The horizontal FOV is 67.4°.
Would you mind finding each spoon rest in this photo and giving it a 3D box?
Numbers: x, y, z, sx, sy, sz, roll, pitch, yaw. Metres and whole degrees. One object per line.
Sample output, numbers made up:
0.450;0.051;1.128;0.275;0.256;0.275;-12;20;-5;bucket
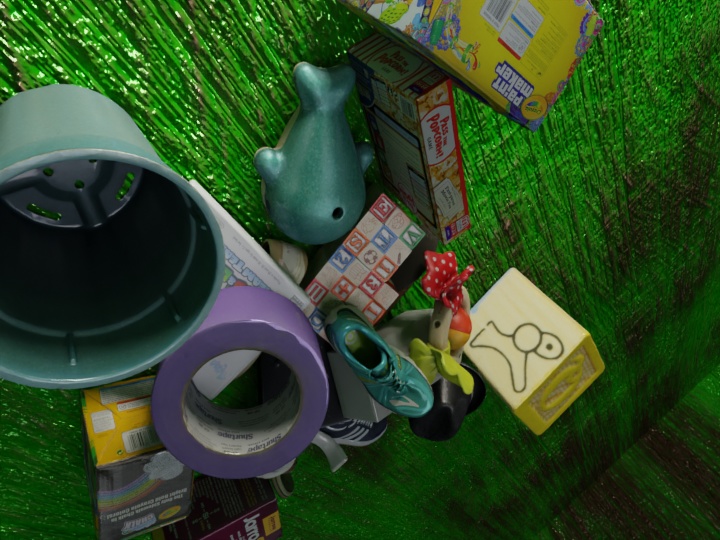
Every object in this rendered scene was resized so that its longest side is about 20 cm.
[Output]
-0.105;0.281;0.842;0.099;0.062;0.197;-45;141;20;spoon rest

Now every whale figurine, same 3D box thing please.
-0.043;-0.123;0.613;0.154;0.104;0.206;-9;128;-30;whale figurine

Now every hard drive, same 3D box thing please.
-0.070;0.167;0.825;0.195;0.042;0.141;-1;86;-40;hard drive

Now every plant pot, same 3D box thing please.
-0.236;-0.049;0.458;0.194;0.197;0.206;-19;134;-21;plant pot

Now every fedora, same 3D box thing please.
0.143;0.252;1.001;0.192;0.094;0.205;8;136;8;fedora

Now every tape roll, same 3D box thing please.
-0.136;0.130;0.626;0.192;0.085;0.208;-5;113;-13;tape roll

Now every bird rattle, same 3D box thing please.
0.126;0.077;0.816;0.162;0.109;0.209;17;75;-64;bird rattle

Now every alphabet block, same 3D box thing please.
0.320;0.157;1.043;0.196;0.201;0.195;-45;138;6;alphabet block

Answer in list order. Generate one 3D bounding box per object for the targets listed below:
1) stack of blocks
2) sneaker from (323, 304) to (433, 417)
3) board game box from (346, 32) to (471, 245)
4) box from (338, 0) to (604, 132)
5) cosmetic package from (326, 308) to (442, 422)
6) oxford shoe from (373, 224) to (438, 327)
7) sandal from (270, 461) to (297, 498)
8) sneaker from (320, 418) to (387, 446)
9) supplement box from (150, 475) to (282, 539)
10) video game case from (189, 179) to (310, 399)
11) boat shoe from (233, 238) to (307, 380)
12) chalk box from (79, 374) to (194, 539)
0.000;0.000;0.748;0.114;0.059;0.202;37;98;-23;stack of blocks
0.026;0.132;0.714;0.199;0.080;0.078;44;87;-17;sneaker
0.059;-0.151;0.635;0.045;0.152;0.203;-30;138;-9;board game box
0.099;-0.266;0.540;0.196;0.194;0.124;16;115;-42;box
0.052;0.143;0.851;0.196;0.083;0.112;-19;97;-42;cosmetic package
0.047;0.014;0.836;0.201;0.071;0.071;-49;167;5;oxford shoe
-0.135;0.313;0.911;0.056;0.080;0.206;-20;133;-14;sandal
-0.008;0.253;0.955;0.195;0.071;0.110;10;131;-38;sneaker
-0.239;0.419;0.902;0.194;0.104;0.135;-21;134;-23;supplement box
-0.185;0.032;0.632;0.181;0.024;0.200;-42;116;4;video game case
-0.146;0.047;0.702;0.068;0.073;0.204;25;99;-41;boat shoe
-0.297;0.261;0.718;0.121;0.124;0.206;-6;128;-33;chalk box
